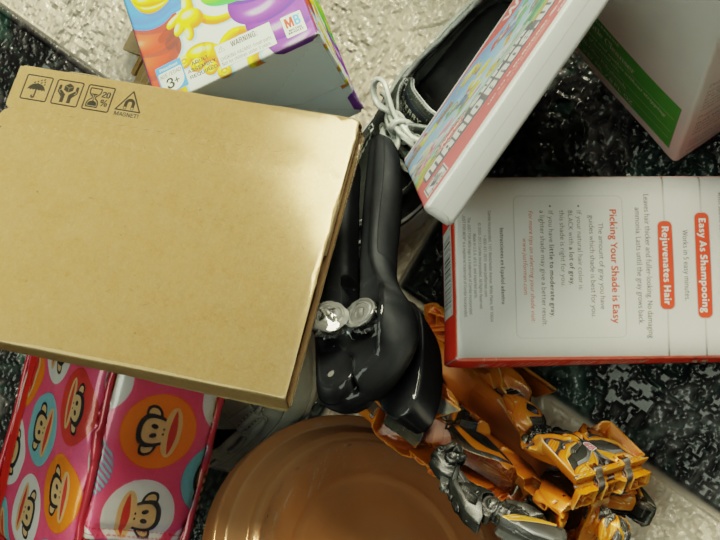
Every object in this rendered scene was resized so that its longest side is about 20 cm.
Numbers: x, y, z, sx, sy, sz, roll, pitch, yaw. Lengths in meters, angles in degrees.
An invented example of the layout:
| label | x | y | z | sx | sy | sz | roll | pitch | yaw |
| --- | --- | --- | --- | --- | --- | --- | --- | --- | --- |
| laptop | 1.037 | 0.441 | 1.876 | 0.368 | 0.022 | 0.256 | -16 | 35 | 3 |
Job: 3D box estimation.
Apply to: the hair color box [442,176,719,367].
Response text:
| label | x | y | z | sx | sy | sz | roll | pitch | yaw |
| --- | --- | --- | --- | --- | --- | --- | --- | --- | --- |
| hair color box | 0.146 | 0.001 | 0.748 | 0.199 | 0.061 | 0.102 | 0 | 83 | -2 |

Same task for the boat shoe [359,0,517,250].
| label | x | y | z | sx | sy | sz | roll | pitch | yaw |
| --- | --- | --- | --- | --- | --- | --- | --- | --- | --- |
| boat shoe | 0.040 | -0.093 | 0.851 | 0.199 | 0.068 | 0.074 | -45 | 69 | 16 |

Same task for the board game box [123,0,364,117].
| label | x | y | z | sx | sy | sz | roll | pitch | yaw |
| --- | --- | --- | --- | --- | --- | --- | --- | --- | --- |
| board game box | -0.089 | -0.181 | 0.843 | 0.105 | 0.103 | 0.200 | -24 | 66 | 6 |

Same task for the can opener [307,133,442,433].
| label | x | y | z | sx | sy | sz | roll | pitch | yaw |
| --- | --- | --- | --- | --- | --- | --- | --- | --- | --- |
| can opener | 0.000 | 0.000 | 0.764 | 0.063 | 0.079 | 0.200 | -19 | 47 | 13 |

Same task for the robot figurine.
| label | x | y | z | sx | sy | sz | roll | pitch | yaw |
| --- | --- | --- | --- | --- | --- | --- | --- | --- | --- |
| robot figurine | 0.077 | 0.090 | 0.779 | 0.200 | 0.145 | 0.058 | 34 | 116 | 35 |

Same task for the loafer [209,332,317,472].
| label | x | y | z | sx | sy | sz | roll | pitch | yaw |
| --- | --- | --- | --- | --- | --- | --- | --- | --- | --- |
| loafer | -0.072 | 0.073 | 0.834 | 0.200 | 0.070 | 0.070 | 113 | 143 | -53 |

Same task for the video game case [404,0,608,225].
| label | x | y | z | sx | sy | sz | roll | pitch | yaw |
| --- | --- | --- | --- | --- | --- | --- | --- | --- | --- |
| video game case | 0.073 | -0.100 | 0.714 | 0.017 | 0.200 | 0.143 | 34 | 98 | -7 |

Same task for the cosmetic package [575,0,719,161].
| label | x | y | z | sx | sy | sz | roll | pitch | yaw |
| --- | --- | --- | --- | --- | --- | --- | --- | --- | --- |
| cosmetic package | 0.178 | -0.158 | 0.711 | 0.085 | 0.200 | 0.108 | -34 | 69 | -9 |

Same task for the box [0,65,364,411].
| label | x | y | z | sx | sy | sz | roll | pitch | yaw |
| --- | --- | --- | --- | --- | --- | --- | --- | --- | --- |
| box | -0.113 | -0.022 | 0.721 | 0.200 | 0.021 | 0.164 | 10 | 68 | 10 |

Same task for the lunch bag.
| label | x | y | z | sx | sy | sz | roll | pitch | yaw |
| --- | --- | --- | --- | --- | --- | --- | --- | --- | --- |
| lunch bag | -0.155 | 0.081 | 0.815 | 0.176 | 0.082 | 0.200 | 19 | 95 | 58 |

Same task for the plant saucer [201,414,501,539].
| label | x | y | z | sx | sy | sz | roll | pitch | yaw |
| --- | --- | --- | --- | --- | --- | --- | --- | --- | --- |
| plant saucer | 0.006 | 0.176 | 0.779 | 0.032 | 0.200 | 0.201 | -44 | 66 | 49 |

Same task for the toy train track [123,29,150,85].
| label | x | y | z | sx | sy | sz | roll | pitch | yaw |
| --- | --- | --- | --- | --- | --- | --- | --- | --- | --- |
| toy train track | -0.108 | -0.188 | 0.949 | 0.115 | 0.032 | 0.200 | 28 | 92 | 56 |
